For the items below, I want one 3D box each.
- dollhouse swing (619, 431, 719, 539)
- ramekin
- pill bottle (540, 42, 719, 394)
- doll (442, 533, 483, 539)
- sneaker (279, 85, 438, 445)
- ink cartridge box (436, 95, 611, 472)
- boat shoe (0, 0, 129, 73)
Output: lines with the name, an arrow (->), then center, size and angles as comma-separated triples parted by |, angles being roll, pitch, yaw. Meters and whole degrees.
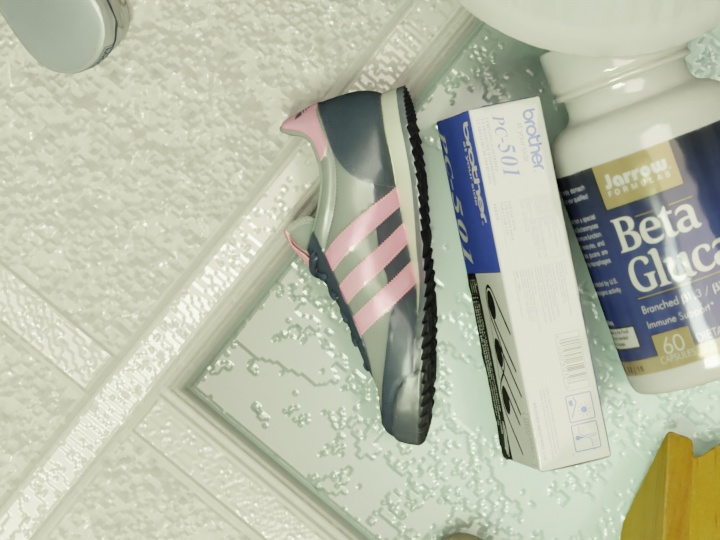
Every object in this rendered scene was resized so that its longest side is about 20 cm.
dollhouse swing -> 0.231, 0.236, 1.274 | 0.199, 0.176, 0.182 | 19, 45, -8
ramekin -> 0.131, -0.223, 1.185 | 0.199, 0.098, 0.202 | 0, 56, 0
pill bottle -> 0.172, -0.041, 1.229 | 0.110, 0.111, 0.201 | -21, 92, -9
doll -> 0.018, 0.239, 1.232 | 0.136, 0.048, 0.201 | 31, 85, -8
sneaker -> 0.000, 0.000, 1.232 | 0.081, 0.070, 0.202 | -5, 87, 8
ink cartridge box -> 0.090, 0.008, 1.224 | 0.044, 0.094, 0.202 | -11, 92, -9
boat shoe -> -0.194, -0.202, 1.196 | 0.073, 0.065, 0.201 | -23, 102, 22
